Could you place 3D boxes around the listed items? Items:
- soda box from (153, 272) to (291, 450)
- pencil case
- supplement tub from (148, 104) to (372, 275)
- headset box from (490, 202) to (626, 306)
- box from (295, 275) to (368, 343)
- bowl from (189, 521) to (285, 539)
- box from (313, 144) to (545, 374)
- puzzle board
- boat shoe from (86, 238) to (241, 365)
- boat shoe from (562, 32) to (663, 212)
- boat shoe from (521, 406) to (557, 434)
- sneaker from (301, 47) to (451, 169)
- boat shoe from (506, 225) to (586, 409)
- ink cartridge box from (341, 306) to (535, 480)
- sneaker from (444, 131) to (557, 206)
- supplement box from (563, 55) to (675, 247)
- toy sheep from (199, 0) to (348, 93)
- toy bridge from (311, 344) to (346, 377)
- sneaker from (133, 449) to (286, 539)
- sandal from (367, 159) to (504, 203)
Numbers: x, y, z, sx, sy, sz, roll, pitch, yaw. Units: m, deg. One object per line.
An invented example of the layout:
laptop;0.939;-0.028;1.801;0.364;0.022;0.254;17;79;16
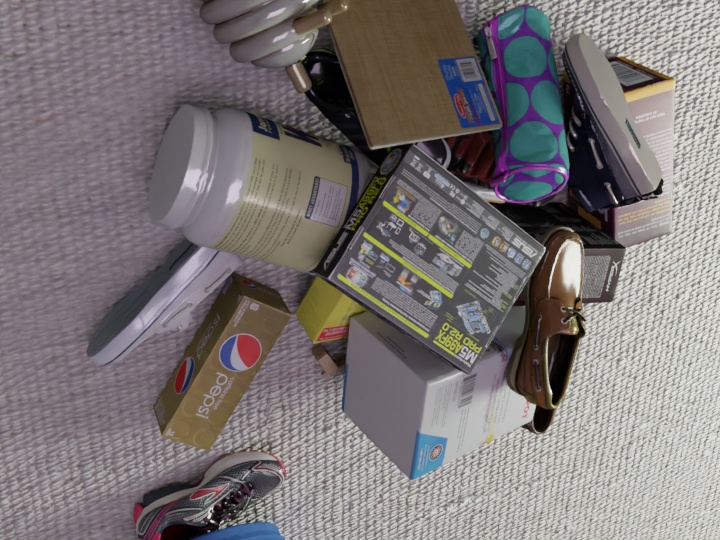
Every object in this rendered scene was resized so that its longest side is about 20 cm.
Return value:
soda box;-0.163;0.108;1.123;0.068;0.064;0.200;24;105;-30
pencil case;0.171;-0.178;1.030;0.092;0.085;0.201;9;67;-36
supplement tub;-0.104;-0.084;1.000;0.199;0.145;0.145;15;109;-28
headset box;0.187;-0.022;1.147;0.199;0.149;0.078;-3;116;-22
box;0.000;0.000;1.090;0.075;0.050;0.200;-7;144;-39
bowl;-0.188;0.374;1.213;0.200;0.039;0.201;-19;153;-10
box;0.075;-0.010;0.990;0.200;0.044;0.161;34;85;-24
puzzle board;0.046;-0.221;0.981;0.150;0.201;0.017;-11;163;-23
boat shoe;-0.212;0.040;1.062;0.200;0.074;0.067;-44;120;3
boat shoe;0.247;-0.152;1.049;0.093;0.075;0.200;-20;107;35
boat shoe;0.254;0.129;1.296;0.074;0.075;0.203;-4;117;-20
sneaker;0.006;-0.158;0.999;0.200;0.083;0.072;36;98;-1
boat shoe;0.220;0.054;1.057;0.072;0.068;0.201;0;105;-28
ink cartridge box;0.102;0.121;1.151;0.199;0.146;0.147;-18;129;-33
sneaker;0.139;-0.147;1.112;0.200;0.098;0.071;25;121;-7
supplement box;0.311;-0.141;1.158;0.085;0.110;0.201;-17;121;-13
toy sheep;-0.092;-0.264;0.919;0.138;0.138;0.201;-25;106;-8
toy bridge;0.031;0.071;1.204;0.200;0.027;0.067;-38;125;-2
sneaker;-0.183;0.297;1.207;0.199;0.075;0.081;-26;123;-9
sandal;0.085;-0.087;1.114;0.206;0.079;0.059;10;109;-28
